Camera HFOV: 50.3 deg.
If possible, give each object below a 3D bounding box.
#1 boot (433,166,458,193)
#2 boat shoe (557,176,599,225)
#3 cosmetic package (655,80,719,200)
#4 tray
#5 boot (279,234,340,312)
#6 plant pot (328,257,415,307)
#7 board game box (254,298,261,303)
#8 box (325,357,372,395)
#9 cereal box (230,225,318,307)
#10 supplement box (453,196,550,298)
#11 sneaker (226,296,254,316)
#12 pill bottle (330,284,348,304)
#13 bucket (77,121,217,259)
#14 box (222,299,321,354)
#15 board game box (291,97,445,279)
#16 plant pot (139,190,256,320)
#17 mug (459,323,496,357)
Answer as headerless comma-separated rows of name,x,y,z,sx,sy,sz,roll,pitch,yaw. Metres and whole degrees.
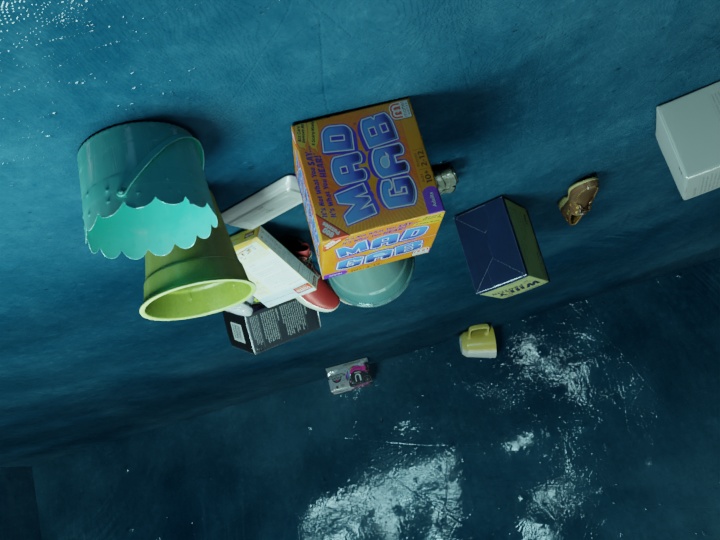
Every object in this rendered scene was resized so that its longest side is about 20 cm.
boot,0.128,-0.178,1.507,0.129,0.069,0.200,-21,172,2
boat shoe,0.551,-0.172,1.907,0.071,0.069,0.200,-14,164,-7
cosmetic package,0.725,-0.271,1.555,0.198,0.169,0.167,-21,163,16
tray,-0.174,-0.122,1.457,0.198,0.022,0.107,-25,161,29
boot,-0.110,0.007,1.688,0.073,0.199,0.144,-57,-169,-31
plant pot,0.005,-0.050,1.597,0.197,0.203,0.196,-17,157,4
board game box,-0.258,0.066,1.888,0.197,0.024,0.104,-7,-172,29
box,-0.049,0.484,3.489,0.197,0.116,0.132,-15,165,-3
cereal box,-0.203,-0.005,1.618,0.142,0.040,0.200,-19,136,30
supplement box,0.350,-0.050,1.885,0.133,0.203,0.199,-22,165,27
sneaker,-0.318,0.022,1.724,0.197,0.116,0.075,18,169,12
pill bottle,0.000,0.000,1.865,0.118,0.121,0.200,-11,163,-17
bucket,-0.315,-0.116,1.128,0.204,0.137,0.207,-14,165,-4
box,-0.224,0.121,1.937,0.198,0.106,0.147,-21,-165,-31
board game box,0.007,-0.129,1.272,0.197,0.203,0.200,-14,165,-7
plant pot,-0.295,-0.036,1.319,0.197,0.193,0.200,-14,164,-4
mug,0.532,0.314,3.505,0.151,0.189,0.150,-7,-163,1
